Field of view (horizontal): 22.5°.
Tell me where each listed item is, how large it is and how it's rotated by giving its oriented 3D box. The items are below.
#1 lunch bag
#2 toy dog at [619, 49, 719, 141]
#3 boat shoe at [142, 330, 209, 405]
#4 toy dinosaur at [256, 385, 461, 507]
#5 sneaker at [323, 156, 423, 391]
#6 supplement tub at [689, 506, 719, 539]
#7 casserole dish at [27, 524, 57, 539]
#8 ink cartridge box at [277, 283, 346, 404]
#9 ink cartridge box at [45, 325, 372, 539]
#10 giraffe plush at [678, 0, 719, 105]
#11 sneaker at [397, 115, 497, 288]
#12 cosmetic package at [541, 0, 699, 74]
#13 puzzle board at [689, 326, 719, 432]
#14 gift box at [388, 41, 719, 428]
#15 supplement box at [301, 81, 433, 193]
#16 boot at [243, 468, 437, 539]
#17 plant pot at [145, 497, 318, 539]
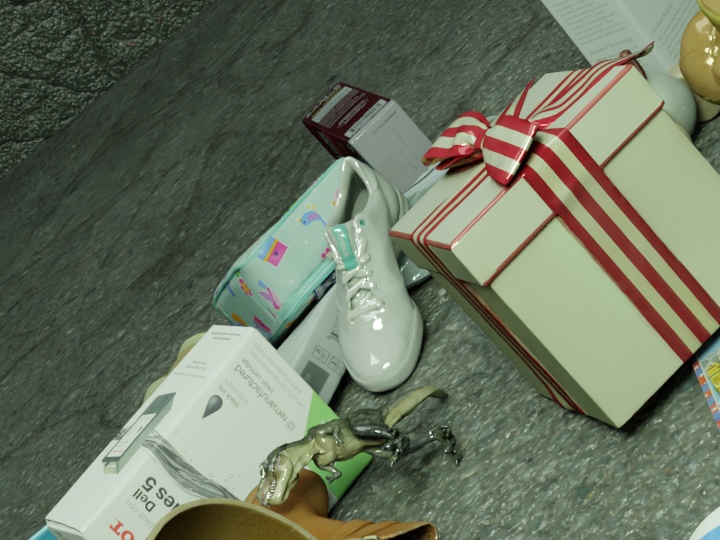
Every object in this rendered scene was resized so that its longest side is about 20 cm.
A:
[{"bbox_3d":[-0.049,-0.015,1.642,0.160,0.077,0.200,-44,0,-21],"label":"lunch bag"},{"bbox_3d":[0.187,-0.113,1.419,0.199,0.096,0.132,-32,21,29],"label":"toy dog"},{"bbox_3d":[-0.147,0.117,1.624,0.200,0.074,0.067,-47,23,55],"label":"boat shoe"},{"bbox_3d":[0.017,0.116,1.274,0.199,0.048,0.088,-20,20,-40],"label":"toy dinosaur"},{"bbox_3d":[0.000,0.000,1.471,0.075,0.089,0.201,-17,55,18],"label":"sneaker"},{"bbox_3d":[0.177,0.195,0.716,0.132,0.132,0.200,-28,23,36],"label":"supplement tub"},{"bbox_3d":[-0.222,0.255,1.445,0.200,0.039,0.121,-39,54,-18],"label":"casserole dish"},{"bbox_3d":[-0.073,0.119,1.553,0.200,0.057,0.163,-54,6,46],"label":"ink cartridge box"},{"bbox_3d":[-0.111,0.162,1.347,0.200,0.146,0.084,-50,21,-20],"label":"ink cartridge box"},{"bbox_3d":[0.284,-0.158,1.215,0.162,0.199,0.174,-8,62,67],"label":"giraffe plush"},{"bbox_3d":[0.068,-0.051,1.592,0.200,0.073,0.071,-44,0,-17],"label":"sneaker"},{"bbox_3d":[0.210,-0.226,1.452,0.074,0.200,0.102,-17,30,51],"label":"cosmetic package"},{"bbox_3d":[0.283,0.015,1.070,0.200,0.017,0.151,-38,19,14],"label":"puzzle board"},{"bbox_3d":[0.143,-0.037,1.182,0.200,0.187,0.184,-47,13,-11],"label":"gift box"},{"bbox_3d":[0.019,-0.117,1.749,0.061,0.109,0.200,-44,18,-3],"label":"supplement box"},{"bbox_3d":[-0.015,0.190,1.231,0.154,0.074,0.200,-23,25,29],"label":"boot"},{"bbox_3d":[-0.107,0.272,1.089,0.200,0.186,0.187,-47,15,28],"label":"plant pot"}]
